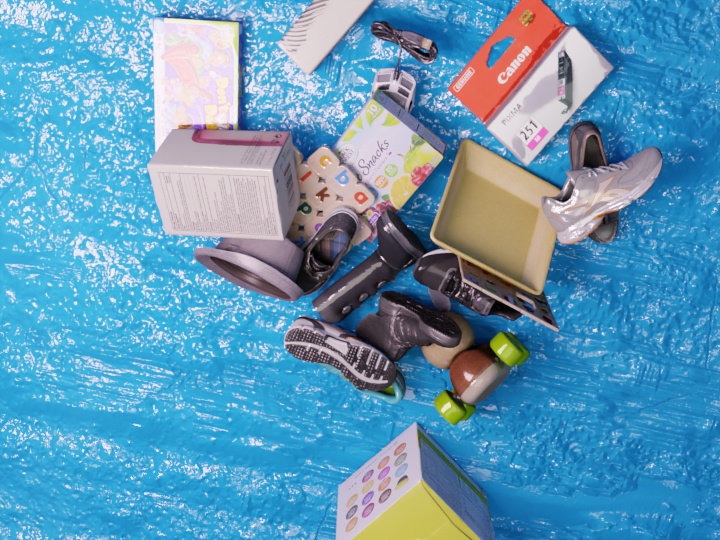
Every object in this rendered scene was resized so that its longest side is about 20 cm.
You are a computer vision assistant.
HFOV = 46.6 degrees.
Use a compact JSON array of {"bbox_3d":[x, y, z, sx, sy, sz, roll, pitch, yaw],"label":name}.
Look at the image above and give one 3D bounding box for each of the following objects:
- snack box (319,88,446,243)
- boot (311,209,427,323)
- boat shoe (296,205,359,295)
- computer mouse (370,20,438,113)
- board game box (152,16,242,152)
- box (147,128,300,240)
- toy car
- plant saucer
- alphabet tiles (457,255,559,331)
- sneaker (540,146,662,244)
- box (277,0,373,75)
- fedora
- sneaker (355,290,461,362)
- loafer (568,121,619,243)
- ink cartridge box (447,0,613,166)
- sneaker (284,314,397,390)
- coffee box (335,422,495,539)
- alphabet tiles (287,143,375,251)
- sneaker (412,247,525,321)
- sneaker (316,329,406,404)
[{"bbox_3d":[0.021,-0.160,1.308,0.141,0.053,0.201,36,123,-8],"label":"snack box"},{"bbox_3d":[0.000,0.000,1.342,0.198,0.165,0.067,-34,61,11],"label":"boot"},{"bbox_3d":[-0.065,-0.022,1.344,0.068,0.057,0.201,30,130,-6],"label":"boat shoe"},{"bbox_3d":[0.049,-0.276,1.296,0.107,0.044,0.204,15,119,1],"label":"computer mouse"},{"bbox_3d":[-0.252,-0.286,1.305,0.131,0.045,0.205,3,107,0],"label":"board game box"},{"bbox_3d":[-0.201,-0.131,1.264,0.195,0.110,0.130,4,130,11],"label":"box"},{"bbox_3d":[0.156,0.125,1.404,0.164,0.157,0.200,-46,73,10],"label":"toy car"},{"bbox_3d":[0.212,-0.078,1.319,0.197,0.049,0.203,26,61,-7],"label":"plant saucer"},{"bbox_3d":[0.224,0.016,1.311,0.164,0.201,0.008,27,109,-7],"label":"alphabet tiles"},{"bbox_3d":[0.364,-0.132,1.271,0.199,0.076,0.092,-39,101,13],"label":"sneaker"},{"bbox_3d":[-0.034,-0.392,1.253,0.068,0.082,0.200,41,102,-10],"label":"box"},{"bbox_3d":[-0.164,-0.025,1.338,0.176,0.198,0.092,35,74,-36],"label":"fedora"},{"bbox_3d":[0.076,0.105,1.358,0.198,0.059,0.107,29,119,36],"label":"sneaker"},{"bbox_3d":[0.373,-0.133,1.336,0.070,0.063,0.204,-15,106,5],"label":"loafer"},{"bbox_3d":[0.262,-0.298,1.298,0.173,0.044,0.201,39,104,-12],"label":"ink cartridge box"},{"bbox_3d":[-0.027,0.127,1.366,0.197,0.080,0.075,27,111,-8],"label":"sneaker"},{"bbox_3d":[0.093,0.432,1.442,0.199,0.198,0.200,-42,103,13],"label":"coffee box"},{"bbox_3d":[-0.077,-0.108,1.328,0.200,0.015,0.194,44,128,-16],"label":"alphabet tiles"},{"bbox_3d":[0.181,0.026,1.349,0.195,0.088,0.077,13,122,-17],"label":"sneaker"},{"bbox_3d":[-0.007,0.163,1.423,0.197,0.080,0.079,27,106,-7],"label":"sneaker"}]
